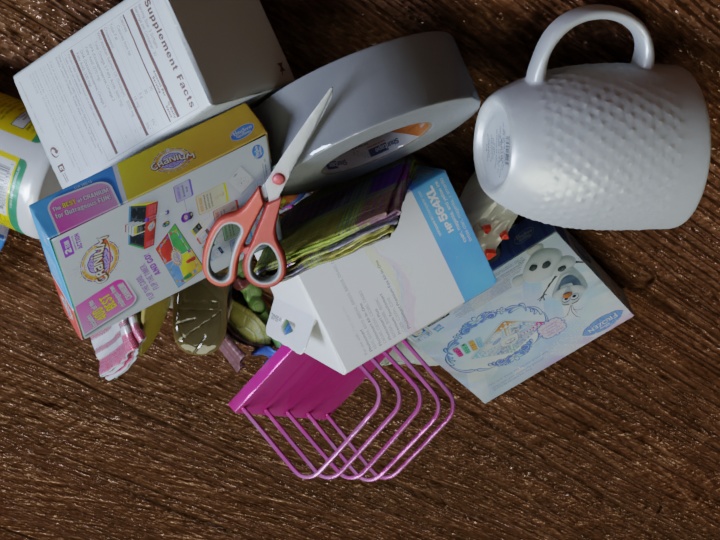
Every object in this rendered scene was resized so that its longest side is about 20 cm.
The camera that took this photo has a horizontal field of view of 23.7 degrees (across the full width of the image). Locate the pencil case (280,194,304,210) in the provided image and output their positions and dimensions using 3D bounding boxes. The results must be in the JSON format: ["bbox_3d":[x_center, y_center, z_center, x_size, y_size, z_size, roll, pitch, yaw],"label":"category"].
[{"bbox_3d":[-0.128,-0.074,1.593,0.088,0.089,0.200,-29,175,41],"label":"pencil case"}]

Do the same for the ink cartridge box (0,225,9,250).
[{"bbox_3d":[-0.452,-0.036,1.774,0.144,0.084,0.200,15,148,-19],"label":"ink cartridge box"}]

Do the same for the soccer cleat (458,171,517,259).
[{"bbox_3d":[0.154,-0.095,1.655,0.069,0.078,0.200,22,125,-39],"label":"soccer cleat"}]

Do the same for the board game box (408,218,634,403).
[{"bbox_3d":[0.164,0.042,1.844,0.200,0.043,0.199,-32,138,15],"label":"board game box"}]

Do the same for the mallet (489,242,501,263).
[{"bbox_3d":[0.173,-0.068,1.693,0.041,0.066,0.200,24,143,-37],"label":"mallet"}]

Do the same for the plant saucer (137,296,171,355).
[{"bbox_3d":[-0.233,-0.046,1.675,0.048,0.200,0.200,-21,156,-21],"label":"plant saucer"}]

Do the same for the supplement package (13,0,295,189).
[{"bbox_3d":[-0.178,-0.163,1.469,0.200,0.118,0.117,-25,179,37],"label":"supplement package"}]

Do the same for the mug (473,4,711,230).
[{"bbox_3d":[0.198,-0.133,1.502,0.175,0.148,0.201,-1,111,-19],"label":"mug"}]

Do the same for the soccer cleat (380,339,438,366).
[{"bbox_3d":[0.014,0.086,1.944,0.200,0.085,0.069,24,146,-30],"label":"soccer cleat"}]

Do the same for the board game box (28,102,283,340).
[{"bbox_3d":[-0.166,-0.040,1.438,0.200,0.040,0.153,-27,148,-15],"label":"board game box"}]

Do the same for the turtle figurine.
[{"bbox_3d":[-0.124,0.000,1.823,0.193,0.201,0.144,16,-175,23],"label":"turtle figurine"}]

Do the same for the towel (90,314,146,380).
[{"bbox_3d":[-0.272,0.004,1.711,0.030,0.200,0.146,-21,172,-21],"label":"towel"}]

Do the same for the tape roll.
[{"bbox_3d":[0.002,-0.135,1.498,0.200,0.066,0.200,-22,173,-3],"label":"tape roll"}]

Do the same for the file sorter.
[{"bbox_3d":[-0.008,0.140,1.792,0.139,0.125,0.200,-48,156,14],"label":"file sorter"}]

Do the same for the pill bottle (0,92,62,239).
[{"bbox_3d":[-0.354,-0.113,1.568,0.200,0.113,0.113,21,152,13],"label":"pill bottle"}]

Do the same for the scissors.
[{"bbox_3d":[-0.079,-0.068,1.418,0.073,0.014,0.200,14,118,-5],"label":"scissors"}]

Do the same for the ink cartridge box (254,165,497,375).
[{"bbox_3d":[0.000,0.000,1.633,0.200,0.125,0.129,-30,-164,-15],"label":"ink cartridge box"}]

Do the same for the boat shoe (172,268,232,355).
[{"bbox_3d":[-0.158,-0.018,1.721,0.073,0.201,0.065,9,-172,-9],"label":"boat shoe"}]

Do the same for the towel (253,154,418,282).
[{"bbox_3d":[-0.019,-0.048,1.542,0.143,0.200,0.023,-24,106,14],"label":"towel"}]
